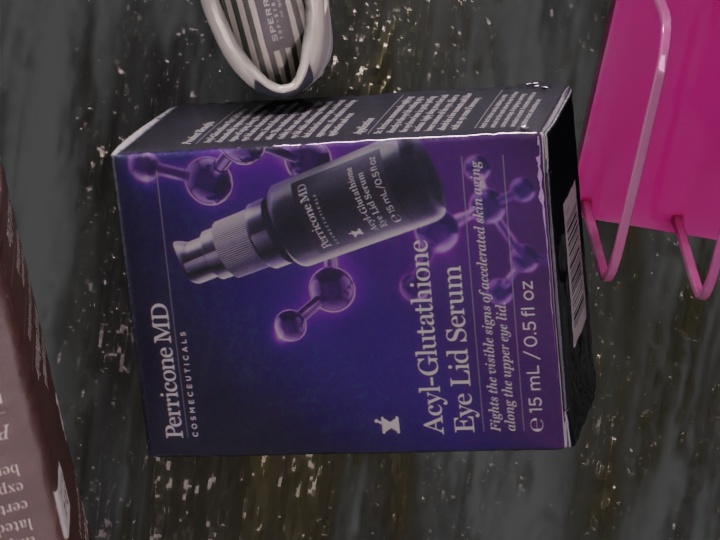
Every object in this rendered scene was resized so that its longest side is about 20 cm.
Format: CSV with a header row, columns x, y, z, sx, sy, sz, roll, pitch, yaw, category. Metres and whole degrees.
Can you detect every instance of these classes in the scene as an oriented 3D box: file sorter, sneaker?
x,y,z,sx,sy,sz,roll,pitch,yaw,category
0.211,-0.054,1.057,0.200,0.125,0.139,9,113,-4,file sorter
-0.054,-0.173,1.040,0.073,0.071,0.200,-21,106,-2,sneaker

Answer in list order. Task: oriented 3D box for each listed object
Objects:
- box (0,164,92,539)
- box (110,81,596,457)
x,y,z,sx,sy,sz,roll,pitch,yaw,category
-0.219,0.075,1.029,0.164,0.166,0.200,-13,105,-5,box
0.000,0.000,1.044,0.200,0.104,0.148,-4,105,13,box
